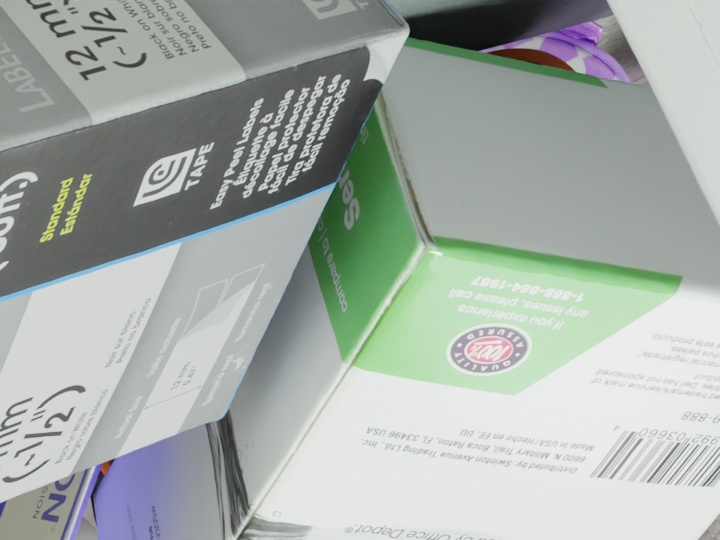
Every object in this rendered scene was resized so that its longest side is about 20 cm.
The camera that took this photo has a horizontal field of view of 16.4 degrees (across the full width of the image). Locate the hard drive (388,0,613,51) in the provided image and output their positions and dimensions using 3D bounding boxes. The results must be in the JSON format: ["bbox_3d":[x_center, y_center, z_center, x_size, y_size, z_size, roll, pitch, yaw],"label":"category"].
[{"bbox_3d":[0.047,-0.097,0.696,0.199,0.033,0.139,-19,171,-45],"label":"hard drive"}]

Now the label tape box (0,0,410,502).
[{"bbox_3d":[-0.099,-0.002,0.562,0.199,0.066,0.144,-22,151,-41],"label":"label tape box"}]

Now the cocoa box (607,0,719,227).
[{"bbox_3d":[0.126,-0.066,0.506,0.131,0.201,0.133,-28,174,17],"label":"cocoa box"}]

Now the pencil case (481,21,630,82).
[{"bbox_3d":[0.062,-0.040,1.005,0.086,0.084,0.200,-60,180,-8],"label":"pencil case"}]

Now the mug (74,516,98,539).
[{"bbox_3d":[-0.172,0.150,0.959,0.153,0.186,0.150,-32,145,-29],"label":"mug"}]

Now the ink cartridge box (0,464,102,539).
[{"bbox_3d":[-0.143,0.118,0.770,0.043,0.199,0.200,28,166,-35],"label":"ink cartridge box"}]

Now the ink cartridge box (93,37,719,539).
[{"bbox_3d":[0.027,0.041,0.714,0.145,0.084,0.200,9,134,-28],"label":"ink cartridge box"}]

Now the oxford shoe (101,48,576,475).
[{"bbox_3d":[0.000,0.000,0.796,0.200,0.072,0.073,-37,164,22],"label":"oxford shoe"}]

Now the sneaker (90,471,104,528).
[{"bbox_3d":[-0.010,0.063,0.865,0.199,0.088,0.074,-30,132,19],"label":"sneaker"}]
